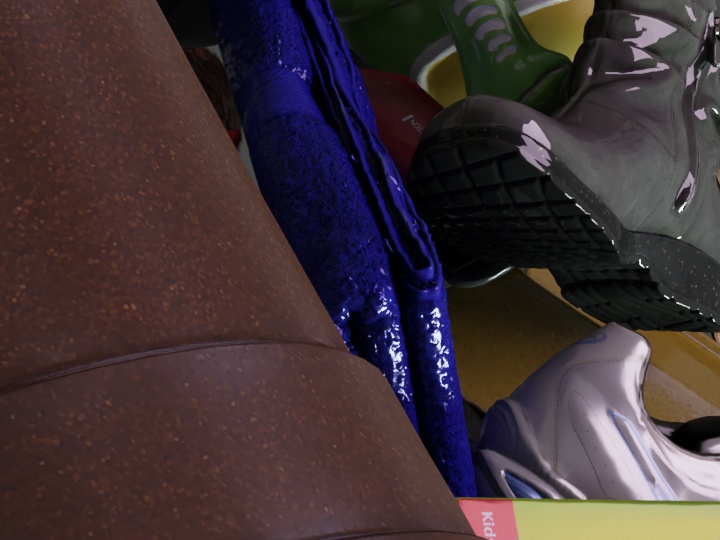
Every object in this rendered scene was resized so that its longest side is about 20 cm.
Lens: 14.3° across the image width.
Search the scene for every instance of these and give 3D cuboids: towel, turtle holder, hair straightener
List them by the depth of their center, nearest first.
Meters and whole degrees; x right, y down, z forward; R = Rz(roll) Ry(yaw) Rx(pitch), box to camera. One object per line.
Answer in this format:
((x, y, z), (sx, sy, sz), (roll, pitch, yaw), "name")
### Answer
((0.000, 0.000, 0.974), (0.200, 0.049, 0.148), (-108, 180, -51), "towel")
((-0.006, -0.050, 1.115), (0.200, 0.041, 0.077), (39, -29, 38), "hair straightener")
((0.065, -0.105, 1.143), (0.132, 0.140, 0.185), (64, -19, -13), "turtle holder")

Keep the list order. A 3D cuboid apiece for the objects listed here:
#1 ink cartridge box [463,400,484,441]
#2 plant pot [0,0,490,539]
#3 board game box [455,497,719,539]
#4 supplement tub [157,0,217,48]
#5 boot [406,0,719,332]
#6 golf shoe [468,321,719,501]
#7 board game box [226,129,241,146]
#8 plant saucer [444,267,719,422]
((0.063, 0.075, 1.195), (0.198, 0.047, 0.200), (48, 10, 12), "ink cartridge box")
((-0.095, 0.015, 0.577), (0.199, 0.199, 0.200), (66, 13, 19), "plant pot")
((0.106, 0.128, 0.922), (0.199, 0.048, 0.102), (4, 68, -32), "board game box")
((-0.075, -0.190, 1.058), (0.107, 0.106, 0.201), (37, 36, -64), "supplement tub")
((0.082, -0.062, 1.022), (0.200, 0.067, 0.132), (29, 66, -57), "boot")
((0.123, 0.103, 1.006), (0.200, 0.097, 0.078), (45, -8, -25), "golf shoe")
((-0.062, -0.038, 0.921), (0.158, 0.039, 0.201), (32, 25, -55), "board game box")
((0.110, 0.047, 1.143), (0.199, 0.049, 0.200), (34, 10, 1), "plant saucer")
